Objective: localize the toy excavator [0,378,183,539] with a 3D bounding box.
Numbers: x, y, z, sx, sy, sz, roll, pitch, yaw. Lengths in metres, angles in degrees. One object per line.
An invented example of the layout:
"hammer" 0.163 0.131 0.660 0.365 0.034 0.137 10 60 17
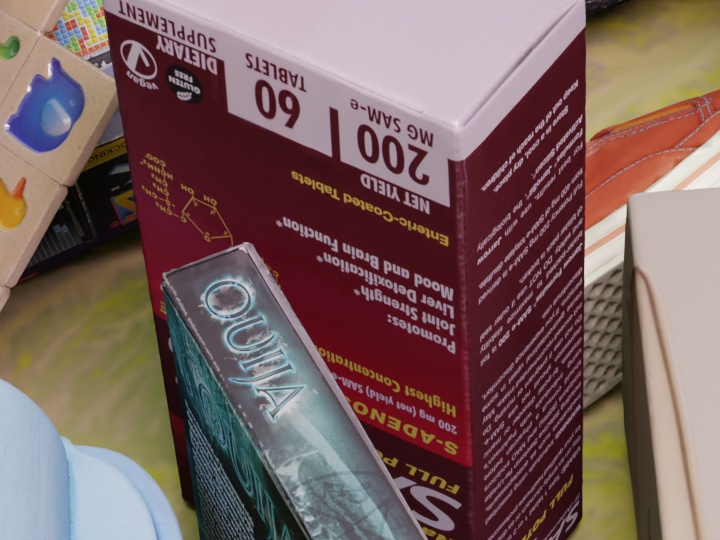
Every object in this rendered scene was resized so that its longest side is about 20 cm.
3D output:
"toy excavator" -0.142 0.058 0.702 0.193 0.201 0.100 -5 46 -1

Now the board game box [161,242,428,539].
"board game box" 0.005 0.106 0.691 0.028 0.136 0.200 -19 48 -15

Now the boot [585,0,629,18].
"boot" 0.076 -0.170 0.981 0.153 0.074 0.204 -12 58 -21

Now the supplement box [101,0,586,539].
"supplement box" 0.000 0.000 0.748 0.108 0.201 0.061 24 53 25

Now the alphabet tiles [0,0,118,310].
"alphabet tiles" -0.160 -0.033 0.845 0.167 0.008 0.201 32 93 30

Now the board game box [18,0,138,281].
"board game box" -0.106 -0.104 0.909 0.164 0.057 0.201 -23 62 -4

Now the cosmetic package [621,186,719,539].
"cosmetic package" 0.110 0.083 0.729 0.072 0.104 0.201 -4 45 2

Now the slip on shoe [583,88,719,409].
"slip on shoe" 0.097 -0.025 0.860 0.199 0.074 0.061 -33 49 -19
